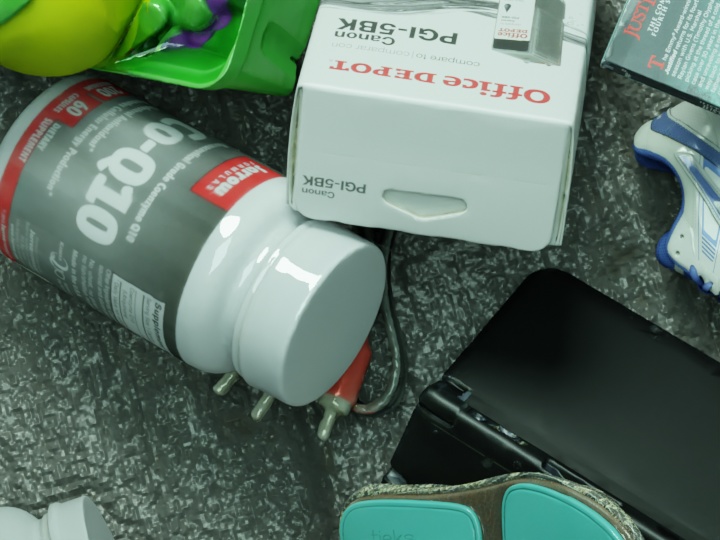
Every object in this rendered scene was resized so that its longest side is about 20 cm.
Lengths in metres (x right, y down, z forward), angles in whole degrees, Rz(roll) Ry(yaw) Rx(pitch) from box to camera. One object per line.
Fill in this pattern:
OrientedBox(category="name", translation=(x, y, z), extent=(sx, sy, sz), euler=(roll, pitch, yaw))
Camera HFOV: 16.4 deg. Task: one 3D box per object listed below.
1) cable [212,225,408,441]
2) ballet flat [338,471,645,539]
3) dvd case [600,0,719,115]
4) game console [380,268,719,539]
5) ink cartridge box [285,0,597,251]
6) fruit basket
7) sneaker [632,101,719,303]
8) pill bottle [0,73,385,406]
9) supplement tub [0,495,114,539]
OrientedBox(category="cable", translation=(0.000, 0.000, 1.388), extent=(0.097, 0.050, 0.200), euler=(23, 86, 12))
OrientedBox(category="ballet flat", translation=(0.081, 0.133, 1.278), extent=(0.200, 0.075, 0.068), euler=(0, 96, 41))
OrientedBox(category="dvd case", translation=(0.242, -0.133, 1.282), extent=(0.200, 0.022, 0.146), euler=(22, 85, 4))
OrientedBox(category="game console", translation=(0.127, 0.127, 1.365), extent=(0.200, 0.116, 0.176), euler=(31, 113, 18))
OrientedBox(category="ink cartridge box", translation=(0.049, -0.111, 1.330), extent=(0.147, 0.083, 0.200), euler=(8, 39, 3))
OrientedBox(category="fruit basket", translation=(-0.141, -0.165, 1.319), extent=(0.215, 0.216, 0.156), euler=(16, 84, 5))
OrientedBox(category="sneaker", translation=(0.212, -0.002, 1.377), extent=(0.088, 0.075, 0.200), euler=(-20, 73, 8))
OrientedBox(category="pill bottle", translation=(-0.093, -0.016, 1.340), extent=(0.200, 0.114, 0.114), euler=(28, 84, 23))
OrientedBox(category="supplement tub", translation=(-0.218, 0.212, 1.325), extent=(0.200, 0.145, 0.146), euler=(-21, 82, 0))
